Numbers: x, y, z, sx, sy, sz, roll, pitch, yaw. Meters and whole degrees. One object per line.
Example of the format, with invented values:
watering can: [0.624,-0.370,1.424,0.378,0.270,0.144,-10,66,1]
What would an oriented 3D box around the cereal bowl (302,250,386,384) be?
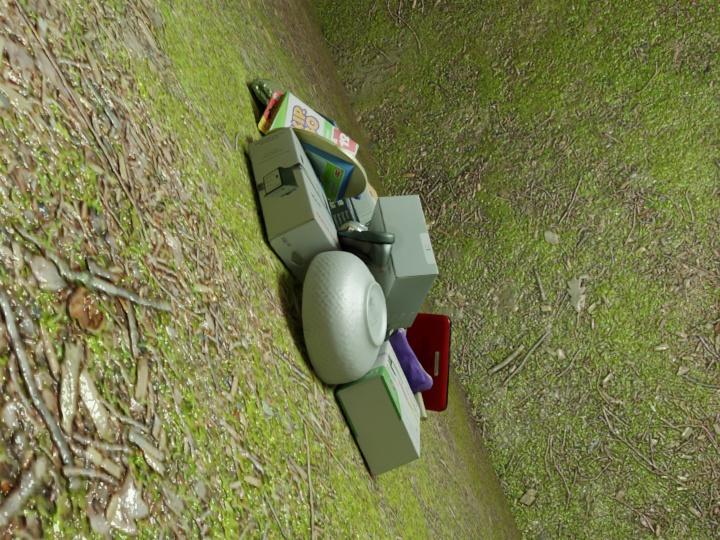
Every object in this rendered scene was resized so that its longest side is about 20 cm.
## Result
cereal bowl: [-0.013,0.069,1.119,0.200,0.082,0.203,-4,90,-71]

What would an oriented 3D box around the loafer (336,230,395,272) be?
loafer: [0.002,-0.033,1.222,0.200,0.071,0.064,-169,-97,-74]

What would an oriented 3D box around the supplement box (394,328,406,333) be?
supplement box: [0.060,0.121,1.585,0.201,0.060,0.110,-94,-174,-67]

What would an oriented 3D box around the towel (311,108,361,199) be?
towel: [-0.062,-0.264,1.711,0.145,0.024,0.202,40,-25,53]

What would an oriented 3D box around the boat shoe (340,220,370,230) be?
boat shoe: [0.026,-0.069,1.581,0.200,0.069,0.072,37,71,-51]

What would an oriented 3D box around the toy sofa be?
toy sofa: [0.077,0.211,1.461,0.083,0.096,0.201,-102,167,-50]

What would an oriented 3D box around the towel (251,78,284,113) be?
towel: [-0.141,-0.306,1.512,0.200,0.036,0.149,49,11,-8]

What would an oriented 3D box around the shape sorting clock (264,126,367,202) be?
shape sorting clock: [-0.079,-0.189,1.317,0.040,0.198,0.200,-62,147,-21]

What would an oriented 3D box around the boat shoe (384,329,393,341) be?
boat shoe: [0.030,0.088,1.408,0.202,0.075,0.061,-63,152,-29]

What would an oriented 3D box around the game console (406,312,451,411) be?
game console: [0.143,0.193,1.637,0.118,0.170,0.203,3,90,-54]

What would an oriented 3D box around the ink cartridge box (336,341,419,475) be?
ink cartridge box: [0.034,0.217,1.219,0.200,0.083,0.146,-64,130,-80]

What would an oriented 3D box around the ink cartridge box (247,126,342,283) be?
ink cartridge box: [-0.103,-0.104,1.205,0.147,0.085,0.202,58,11,-55]

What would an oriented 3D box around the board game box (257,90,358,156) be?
board game box: [-0.097,-0.255,1.430,0.199,0.030,0.097,32,64,-23]

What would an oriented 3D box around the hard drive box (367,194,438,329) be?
hard drive box: [0.060,-0.009,1.307,0.201,0.076,0.158,109,-27,-60]

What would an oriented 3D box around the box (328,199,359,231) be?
box: [-0.050,-0.160,1.642,0.161,0.043,0.202,-97,167,-65]

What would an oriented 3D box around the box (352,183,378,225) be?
box: [0.011,-0.108,1.856,0.152,0.105,0.202,31,36,-76]

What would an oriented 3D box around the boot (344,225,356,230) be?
boot: [0.000,0.000,1.518,0.149,0.200,0.074,31,53,-9]
